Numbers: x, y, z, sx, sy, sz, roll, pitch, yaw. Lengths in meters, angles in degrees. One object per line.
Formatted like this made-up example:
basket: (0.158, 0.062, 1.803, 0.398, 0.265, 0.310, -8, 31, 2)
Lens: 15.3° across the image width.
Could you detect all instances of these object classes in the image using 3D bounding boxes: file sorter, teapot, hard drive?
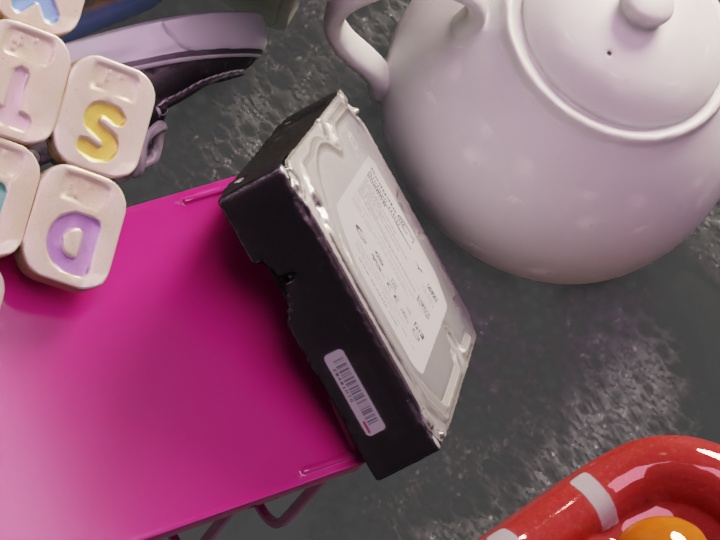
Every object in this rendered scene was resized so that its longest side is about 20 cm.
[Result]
file sorter: (-0.128, 0.070, 1.158, 0.200, 0.125, 0.139, -17, 73, -25)
teapot: (0.108, -0.099, 1.315, 0.200, 0.146, 0.197, -38, 82, -30)
hard drive: (0.000, 0.000, 1.196, 0.038, 0.200, 0.140, -27, 98, 11)

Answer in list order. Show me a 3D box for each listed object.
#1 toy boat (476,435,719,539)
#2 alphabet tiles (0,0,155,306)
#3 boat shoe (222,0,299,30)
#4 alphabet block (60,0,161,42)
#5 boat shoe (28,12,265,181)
toy boat: (0.123, 0.149, 1.207, 0.200, 0.131, 0.131, -32, 80, -30)
alphabet tiles: (-0.182, -0.066, 1.081, 0.200, 0.015, 0.196, 20, 76, -23)
boat shoe: (-0.033, -0.162, 1.253, 0.072, 0.202, 0.060, 31, 82, -8)
alphabet block: (-0.194, -0.217, 1.237, 0.196, 0.195, 0.200, -25, 77, -30)
boat shoe: (-0.127, -0.072, 1.243, 0.199, 0.074, 0.068, -18, 94, -35)
